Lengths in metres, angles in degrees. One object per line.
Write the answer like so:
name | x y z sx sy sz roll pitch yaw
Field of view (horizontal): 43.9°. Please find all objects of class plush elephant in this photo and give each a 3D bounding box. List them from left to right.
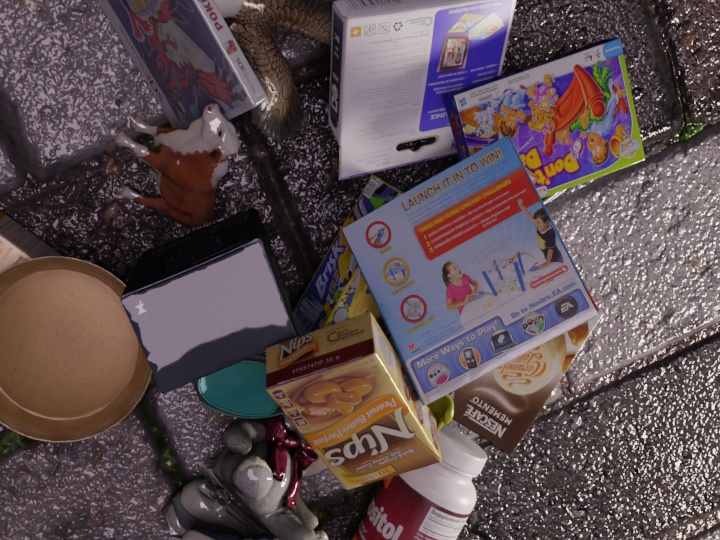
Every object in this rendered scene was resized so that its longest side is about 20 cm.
plush elephant | -0.084 0.205 1.026 0.155 0.198 0.166 -46 118 -19

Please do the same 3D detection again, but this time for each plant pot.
plant pot | -0.317 0.082 0.946 0.195 0.028 0.205 -2 104 -10

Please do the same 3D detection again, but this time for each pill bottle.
pill bottle | 0.070 0.291 1.079 0.111 0.113 0.203 26 97 -13

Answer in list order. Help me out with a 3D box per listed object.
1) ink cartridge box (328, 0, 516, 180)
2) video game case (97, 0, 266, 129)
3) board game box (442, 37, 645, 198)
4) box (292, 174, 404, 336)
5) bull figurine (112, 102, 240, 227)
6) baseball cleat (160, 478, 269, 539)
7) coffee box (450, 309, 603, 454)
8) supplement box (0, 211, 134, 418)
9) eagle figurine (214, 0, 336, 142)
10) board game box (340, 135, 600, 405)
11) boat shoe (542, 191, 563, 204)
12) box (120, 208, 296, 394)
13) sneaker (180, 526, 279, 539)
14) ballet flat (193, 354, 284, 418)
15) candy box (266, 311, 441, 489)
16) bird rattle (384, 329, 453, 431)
ink cartridge box | 0.061 -0.206 0.967 0.194 0.044 0.203 -14 137 -18
video game case | -0.186 -0.228 0.893 0.023 0.198 0.185 -37 106 -28
board game box | 0.201 -0.156 0.975 0.196 0.045 0.137 -20 104 -8
box | 0.000 0.000 1.020 0.069 0.064 0.203 25 99 -42
bull figurine | -0.189 -0.109 0.927 0.119 0.201 0.066 24 60 -1
baseball cleat | -0.159 0.344 1.089 0.106 0.070 0.201 -41 96 10
coffee box | 0.183 0.099 1.070 0.113 0.080 0.202 30 96 -13
supplement box | -0.360 0.048 0.984 0.199 0.074 0.127 37 95 -14
eagle figurine | -0.089 -0.251 0.929 0.200 0.151 0.152 43 57 -18
board game box | 0.109 0.002 0.909 0.197 0.056 0.199 -27 81 8
boat shoe | 0.210 -0.112 1.036 0.201 0.065 0.075 -38 105 0
box | -0.156 0.023 0.944 0.145 0.200 0.109 -22 104 -2
sneaker | -0.108 0.326 1.030 0.197 0.086 0.075 27 139 -8
ballet flat | -0.090 0.122 0.971 0.195 0.070 0.069 4 98 -20
candy box | -0.003 0.137 0.898 0.113 0.056 0.201 -18 134 13
bird rattle | 0.088 0.070 1.008 0.112 0.163 0.202 32 97 -34
